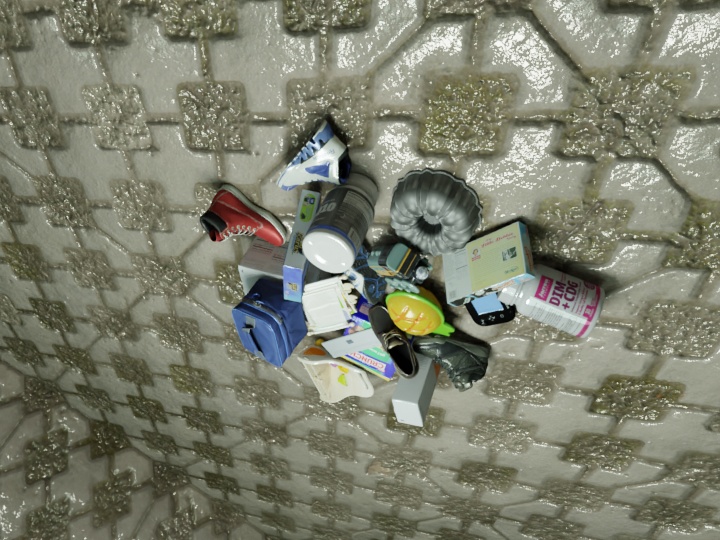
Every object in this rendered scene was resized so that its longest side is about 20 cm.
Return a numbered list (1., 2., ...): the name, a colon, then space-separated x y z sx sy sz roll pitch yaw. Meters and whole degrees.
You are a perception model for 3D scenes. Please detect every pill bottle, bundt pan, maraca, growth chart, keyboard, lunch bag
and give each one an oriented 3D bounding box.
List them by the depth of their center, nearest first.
1. bundt pan: 0.148 -0.108 1.435 0.200 0.076 0.203 15 139 13
2. pill bottle: -0.035 -0.104 1.438 0.113 0.201 0.114 14 140 12
3. pill bottle: 0.395 0.054 1.449 0.198 0.114 0.114 21 141 5
4. lunch bag: -0.220 0.127 1.652 0.135 0.133 0.201 20 144 24
5. maraca: 0.142 0.106 1.653 0.136 0.108 0.200 -3 145 43
6. growth chart: -0.076 0.086 1.665 0.143 0.018 0.201 -9 137 2
7. keyboard: -0.022 0.188 1.789 0.199 0.011 0.056 -21 113 44

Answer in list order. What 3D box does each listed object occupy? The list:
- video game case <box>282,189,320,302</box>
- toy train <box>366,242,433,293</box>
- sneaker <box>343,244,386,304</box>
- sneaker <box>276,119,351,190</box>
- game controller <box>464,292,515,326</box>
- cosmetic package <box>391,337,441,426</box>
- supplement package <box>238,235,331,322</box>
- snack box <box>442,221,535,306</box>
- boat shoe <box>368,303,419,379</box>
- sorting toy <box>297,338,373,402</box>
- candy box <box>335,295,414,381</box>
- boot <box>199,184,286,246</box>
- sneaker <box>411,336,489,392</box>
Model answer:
1. video game case: -0.129 -0.049 1.523 0.045 0.183 0.200 13 158 0
2. toy train: 0.081 -0.013 1.527 0.114 0.086 0.200 35 172 -16
3. sneaker: 0.000 0.000 1.650 0.077 0.076 0.201 20 147 45
4. sneaker: -0.087 -0.210 1.442 0.115 0.081 0.199 38 138 -12
5. game controller: 0.276 0.051 1.567 0.103 0.042 0.201 -8 131 34
6. cosmetic package: 0.147 0.281 1.764 0.070 0.201 0.102 6 138 22
7. supplement package: -0.184 0.024 1.730 0.198 0.111 0.157 14 139 15
8. snack box: 0.261 -0.011 1.437 0.199 0.117 0.037 -24 148 39
9. boat shoe: 0.085 0.169 1.672 0.201 0.074 0.073 58 176 4
10. sorting toy: -0.051 0.288 1.923 0.179 0.107 0.201 14 144 33
11. candy box: 0.039 0.179 1.808 0.168 0.077 0.201 26 141 2
12. boot: -0.277 -0.091 1.626 0.199 0.145 0.072 36 138 -15
13. sneaker: 0.219 0.229 1.701 0.197 0.115 0.076 15 157 -11
